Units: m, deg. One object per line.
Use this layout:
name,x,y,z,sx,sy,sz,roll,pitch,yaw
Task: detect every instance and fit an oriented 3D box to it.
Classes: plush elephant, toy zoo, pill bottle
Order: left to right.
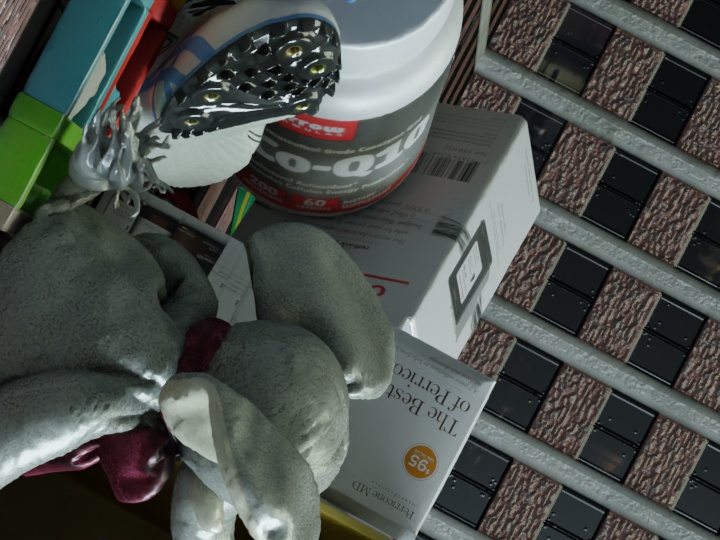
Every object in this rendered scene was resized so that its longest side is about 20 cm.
toy zoo,-0.086,-0.104,1.131,0.201,0.020,0.131,-62,177,-2
plush elephant,-0.072,0.049,1.112,0.200,0.155,0.165,-55,176,36
pill bottle,-0.012,-0.109,1.409,0.114,0.113,0.200,-61,176,-19

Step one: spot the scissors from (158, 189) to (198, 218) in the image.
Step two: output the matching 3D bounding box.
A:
scissors,-0.087,0.050,1.491,0.073,0.014,0.201,-52,-141,39

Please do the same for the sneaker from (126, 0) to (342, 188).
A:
sneaker,-0.058,-0.086,1.222,0.200,0.071,0.073,148,-65,-71

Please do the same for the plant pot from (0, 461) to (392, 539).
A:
plant pot,-0.127,0.164,1.331,0.201,0.199,0.176,-62,-172,-9

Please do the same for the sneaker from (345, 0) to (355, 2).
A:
sneaker,-0.012,-0.151,1.180,0.200,0.074,0.083,-22,134,-83

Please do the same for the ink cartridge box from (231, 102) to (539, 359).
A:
ink cartridge box,0.000,0.000,1.505,0.200,0.115,0.067,-58,149,-41

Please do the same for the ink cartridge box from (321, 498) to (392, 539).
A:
ink cartridge box,-0.008,0.171,1.343,0.095,0.037,0.200,-57,-163,5

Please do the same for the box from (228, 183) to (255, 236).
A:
box,-0.057,0.025,1.640,0.117,0.048,0.201,-71,174,-86

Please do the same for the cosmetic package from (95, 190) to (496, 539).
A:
cosmetic package,-0.045,0.041,1.368,0.083,0.199,0.051,-62,177,-9
